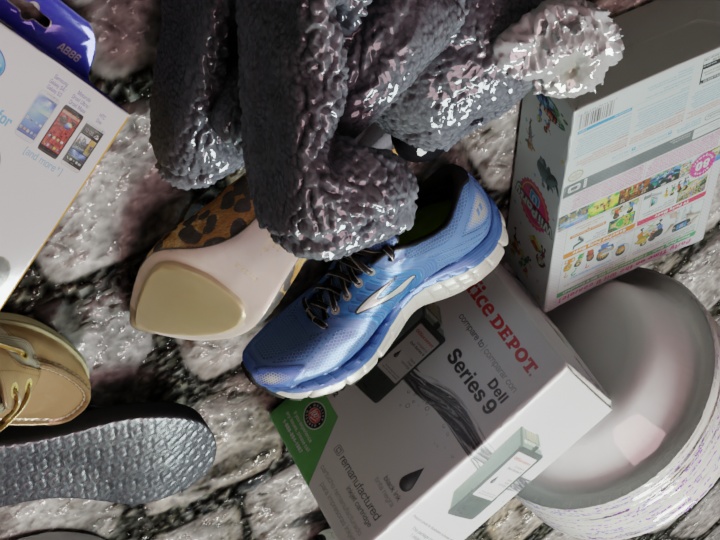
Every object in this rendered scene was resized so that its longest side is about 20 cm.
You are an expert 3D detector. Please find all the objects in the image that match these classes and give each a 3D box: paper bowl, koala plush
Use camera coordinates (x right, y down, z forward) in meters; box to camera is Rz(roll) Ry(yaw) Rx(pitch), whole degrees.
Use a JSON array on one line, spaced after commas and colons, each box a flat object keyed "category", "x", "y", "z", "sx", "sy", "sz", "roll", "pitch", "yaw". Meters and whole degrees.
[{"category": "paper bowl", "x": 0.175, "y": 0.088, "z": 1.044, "sx": 0.200, "sy": 0.201, "sz": 0.104, "roll": -42, "pitch": 132, "yaw": 8}, {"category": "koala plush", "x": 0.020, "y": -0.119, "z": 0.691, "sx": 0.198, "sy": 0.177, "sz": 0.187, "roll": -6, "pitch": 112, "yaw": -33}]

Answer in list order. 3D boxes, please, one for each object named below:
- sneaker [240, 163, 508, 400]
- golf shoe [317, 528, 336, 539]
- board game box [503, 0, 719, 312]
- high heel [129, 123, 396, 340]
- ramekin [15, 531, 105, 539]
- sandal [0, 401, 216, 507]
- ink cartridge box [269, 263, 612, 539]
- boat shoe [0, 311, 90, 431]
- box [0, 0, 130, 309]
[{"category": "sneaker", "x": 0.000, "y": 0.000, "z": 0.908, "sx": 0.199, "sy": 0.079, "sz": 0.090, "roll": -39, "pitch": 136, "yaw": -8}, {"category": "golf shoe", "x": -0.020, "y": 0.278, "z": 1.224, "sx": 0.093, "sy": 0.078, "sz": 0.202, "roll": 2, "pitch": 131, "yaw": -19}, {"category": "board game box", "x": 0.179, "y": -0.080, "z": 0.969, "sx": 0.146, "sy": 0.065, "sz": 0.202, "roll": -23, "pitch": 142, "yaw": -18}, {"category": "high heel", "x": -0.054, "y": -0.035, "z": 0.834, "sx": 0.199, "sy": 0.071, "sz": 0.143, "roll": -30, "pitch": -161, "yaw": 41}, {"category": "ramekin", "x": -0.239, "y": 0.288, "z": 1.004, "sx": 0.200, "sy": 0.095, "sz": 0.204, "roll": -24, "pitch": 145, "yaw": -18}, {"category": "sandal", "x": -0.184, "y": 0.111, "z": 0.899, "sx": 0.198, "sy": 0.043, "sz": 0.077, "roll": 1, "pitch": 125, "yaw": -29}, {"category": "ink cartridge box", "x": 0.054, "y": 0.098, "z": 0.992, "sx": 0.200, "sy": 0.146, "sz": 0.084, "roll": -43, "pitch": 139, "yaw": 8}, {"category": "boat shoe", "x": -0.221, "y": 0.062, "z": 0.775, "sx": 0.074, "sy": 0.067, "sz": 0.199, "roll": -46, "pitch": 145, "yaw": 15}, {"category": "box", "x": -0.195, "y": -0.042, "z": 0.651, "sx": 0.201, "sy": 0.041, "sz": 0.119, "roll": -55, "pitch": 138, "yaw": 1}]
